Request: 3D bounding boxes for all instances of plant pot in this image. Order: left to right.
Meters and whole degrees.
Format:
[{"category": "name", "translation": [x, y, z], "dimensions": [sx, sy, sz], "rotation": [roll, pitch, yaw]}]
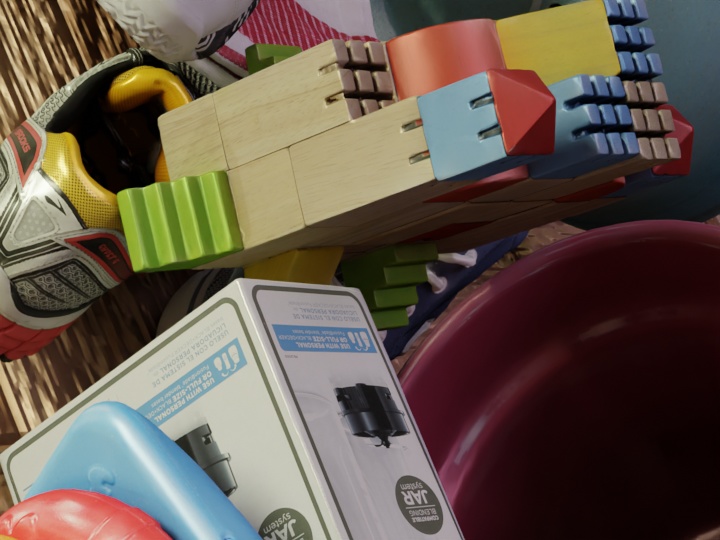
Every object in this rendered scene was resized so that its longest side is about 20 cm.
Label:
[{"category": "plant pot", "translation": [0.086, -0.120, 0.878], "dimensions": [0.187, 0.199, 0.201], "rotation": [3, 58, -57]}, {"category": "plant pot", "translation": [0.120, 0.113, 0.732], "dimensions": [0.179, 0.199, 0.201], "rotation": [49, 26, -44]}]

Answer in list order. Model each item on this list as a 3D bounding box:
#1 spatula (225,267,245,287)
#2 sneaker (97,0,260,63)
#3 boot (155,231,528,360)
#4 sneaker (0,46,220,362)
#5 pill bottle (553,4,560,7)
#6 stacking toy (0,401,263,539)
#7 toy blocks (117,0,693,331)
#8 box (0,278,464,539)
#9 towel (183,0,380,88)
[{"category": "spatula", "translation": [-0.032, -0.027, 0.709], "dimensions": [0.201, 0.020, 0.057], "rotation": [-81, 166, -57]}, {"category": "sneaker", "translation": [-0.027, -0.149, 0.647], "dimensions": [0.075, 0.115, 0.200], "rotation": [45, 29, -13]}, {"category": "boot", "translation": [0.000, 0.000, 0.745], "dimensions": [0.073, 0.090, 0.200], "rotation": [54, 29, -3]}, {"category": "sneaker", "translation": [-0.074, -0.038, 0.680], "dimensions": [0.078, 0.082, 0.200], "rotation": [50, 28, -9]}, {"category": "pill bottle", "translation": [0.163, -0.156, 1.129], "dimensions": [0.199, 0.112, 0.113], "rotation": [4, 57, -55]}, {"category": "stacking toy", "translation": [-0.111, 0.121, 0.462], "dimensions": [0.199, 0.110, 0.116], "rotation": [-16, 59, -49]}, {"category": "toy blocks", "translation": [0.037, -0.044, 0.631], "dimensions": [0.199, 0.136, 0.101], "rotation": [-4, 79, -53]}, {"category": "box", "translation": [-0.020, 0.117, 0.571], "dimensions": [0.060, 0.116, 0.201], "rotation": [6, 57, -54]}, {"category": "towel", "translation": [-0.047, -0.135, 0.743], "dimensions": [0.144, 0.023, 0.201], "rotation": [31, 33, -38]}]
